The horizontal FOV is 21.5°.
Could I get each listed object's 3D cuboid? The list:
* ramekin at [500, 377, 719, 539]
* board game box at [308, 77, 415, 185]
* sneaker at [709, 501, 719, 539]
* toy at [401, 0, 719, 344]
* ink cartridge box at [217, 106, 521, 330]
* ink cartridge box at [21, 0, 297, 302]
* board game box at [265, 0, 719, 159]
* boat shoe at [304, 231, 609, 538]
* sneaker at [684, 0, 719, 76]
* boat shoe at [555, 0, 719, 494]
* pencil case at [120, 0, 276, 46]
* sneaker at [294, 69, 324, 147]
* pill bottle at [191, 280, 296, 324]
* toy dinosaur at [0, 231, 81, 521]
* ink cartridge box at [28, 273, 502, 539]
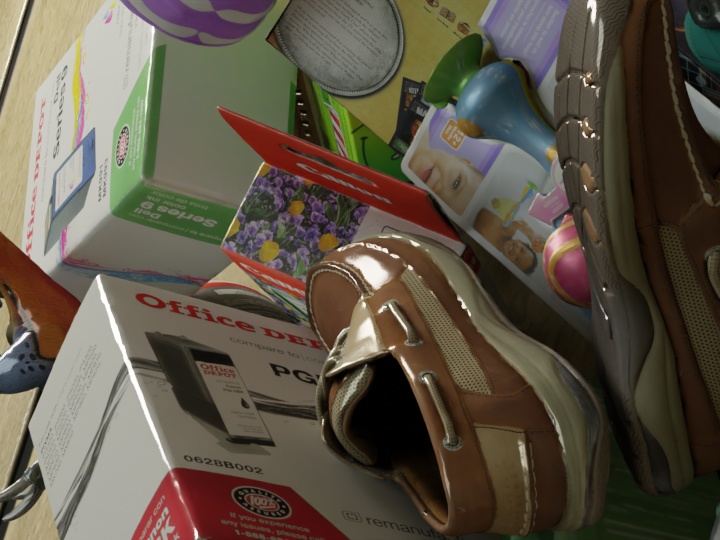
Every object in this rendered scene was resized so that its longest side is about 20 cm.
[{"bbox_3d":[0.068,0.134,0.796,0.200,0.097,0.201,-39,44,52],"label":"ramekin"},{"bbox_3d":[-0.003,-0.128,0.922,0.102,0.047,0.201,-122,17,-63],"label":"board game box"},{"bbox_3d":[0.127,0.187,0.673,0.140,0.077,0.201,-44,40,48],"label":"sneaker"},{"bbox_3d":[0.099,-0.020,0.745,0.200,0.047,0.116,44,125,22],"label":"toy"},{"bbox_3d":[0.000,0.000,0.861,0.108,0.200,0.051,23,80,22],"label":"ink cartridge box"},{"bbox_3d":[-0.113,-0.066,1.029,0.200,0.087,0.146,-37,46,57],"label":"ink cartridge box"},{"bbox_3d":[0.069,-0.086,0.809,0.035,0.200,0.136,-45,-6,-49],"label":"board game box"},{"bbox_3d":[0.017,0.040,0.716,0.200,0.071,0.076,-144,45,-59],"label":"boat shoe"},{"bbox_3d":[0.172,-0.078,0.694,0.120,0.083,0.201,-20,53,55],"label":"sneaker"},{"bbox_3d":[0.113,-0.014,0.657,0.076,0.071,0.201,-102,-2,-56],"label":"boat shoe"},{"bbox_3d":[-0.039,-0.179,0.781,0.200,0.085,0.084,-52,33,45],"label":"pencil case"},{"bbox_3d":[0.008,-0.097,1.083,0.070,0.108,0.201,32,137,61],"label":"sneaker"},{"bbox_3d":[-0.057,0.084,1.060,0.200,0.115,0.117,33,108,63],"label":"pill bottle"},{"bbox_3d":[-0.146,0.061,0.962,0.180,0.105,0.201,17,122,24],"label":"toy dinosaur"},{"bbox_3d":[-0.037,0.094,0.746,0.083,0.146,0.200,-65,28,19],"label":"ink cartridge box"}]
